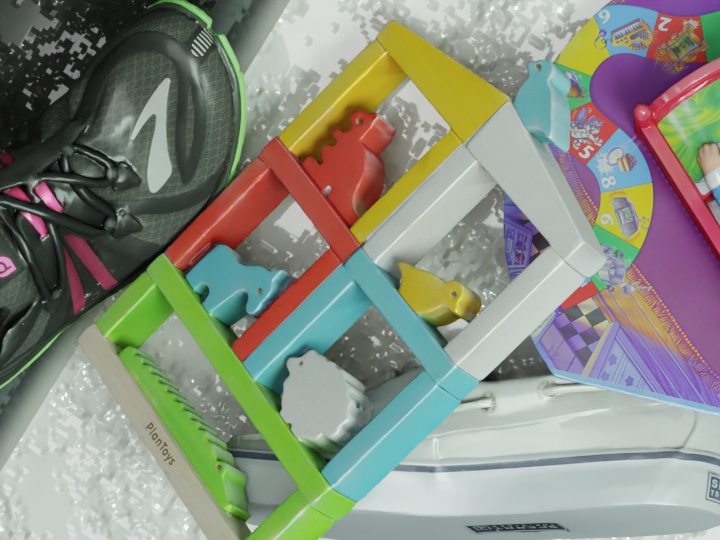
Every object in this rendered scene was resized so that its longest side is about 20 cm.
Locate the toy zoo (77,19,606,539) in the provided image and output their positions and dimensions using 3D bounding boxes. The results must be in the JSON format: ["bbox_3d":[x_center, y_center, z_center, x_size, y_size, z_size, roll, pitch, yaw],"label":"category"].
[{"bbox_3d":[0.000,0.000,0.986,0.200,0.020,0.131,-45,52,8],"label":"toy zoo"}]

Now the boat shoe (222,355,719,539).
[{"bbox_3d":[0.035,0.060,1.003,0.200,0.072,0.066,-4,72,23],"label":"boat shoe"}]

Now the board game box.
[{"bbox_3d":[0.147,-0.027,0.949,0.200,0.039,0.158,13,79,12],"label":"board game box"}]

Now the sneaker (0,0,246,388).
[{"bbox_3d":[-0.116,-0.014,1.020,0.077,0.084,0.200,43,105,5],"label":"sneaker"}]
